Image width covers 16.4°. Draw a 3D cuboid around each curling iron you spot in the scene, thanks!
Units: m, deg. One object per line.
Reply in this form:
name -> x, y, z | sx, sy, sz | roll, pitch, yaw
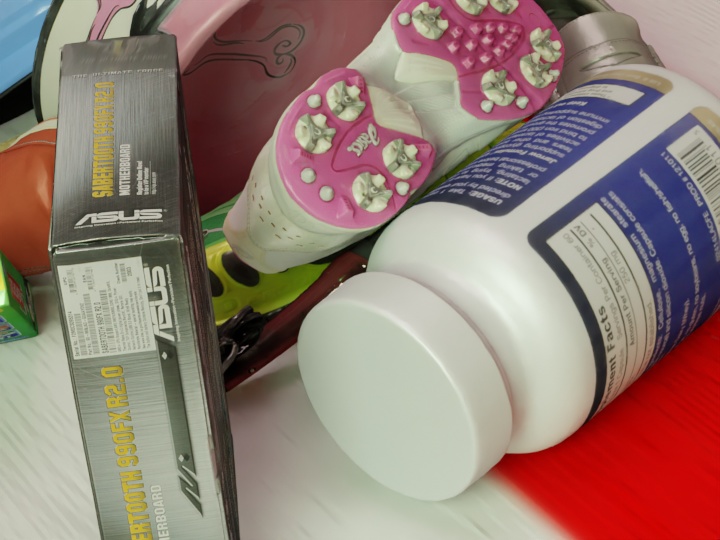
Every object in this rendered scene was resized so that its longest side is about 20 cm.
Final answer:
curling iron -> 0.000, 0.000, 1.098 | 0.200, 0.050, 0.026 | -33, 79, -11

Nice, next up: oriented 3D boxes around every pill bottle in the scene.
pill bottle -> 0.074, 0.005, 1.038 | 0.116, 0.116, 0.200 | 20, 42, 39

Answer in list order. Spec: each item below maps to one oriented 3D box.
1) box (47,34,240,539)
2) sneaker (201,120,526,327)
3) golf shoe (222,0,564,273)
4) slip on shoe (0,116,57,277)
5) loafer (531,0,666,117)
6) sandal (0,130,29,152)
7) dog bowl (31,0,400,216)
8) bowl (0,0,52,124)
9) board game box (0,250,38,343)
box -> -0.080, 0.032, 0.957 | 0.048, 0.200, 0.158 | -7, 32, -2
sneaker -> -0.002, -0.032, 1.156 | 0.200, 0.074, 0.084 | -18, 37, -13
golf shoe -> 0.012, -0.064, 1.082 | 0.200, 0.075, 0.092 | -35, -4, -43
slip on shoe -> -0.161, -0.023, 1.158 | 0.200, 0.074, 0.061 | -9, 30, 44
loafer -> 0.115, -0.091, 1.221 | 0.070, 0.070, 0.200 | -17, 33, -12
sandal -> -0.101, -0.090, 1.258 | 0.212, 0.070, 0.078 | -31, 63, -30
dog bowl -> -0.050, -0.100, 1.177 | 0.200, 0.200, 0.074 | -26, 53, -24
bowl -> -0.143, -0.129, 1.288 | 0.201, 0.039, 0.201 | -32, 2, 1
board game box -> -0.248, 0.031, 1.097 | 0.200, 0.029, 0.135 | -12, -5, -3
